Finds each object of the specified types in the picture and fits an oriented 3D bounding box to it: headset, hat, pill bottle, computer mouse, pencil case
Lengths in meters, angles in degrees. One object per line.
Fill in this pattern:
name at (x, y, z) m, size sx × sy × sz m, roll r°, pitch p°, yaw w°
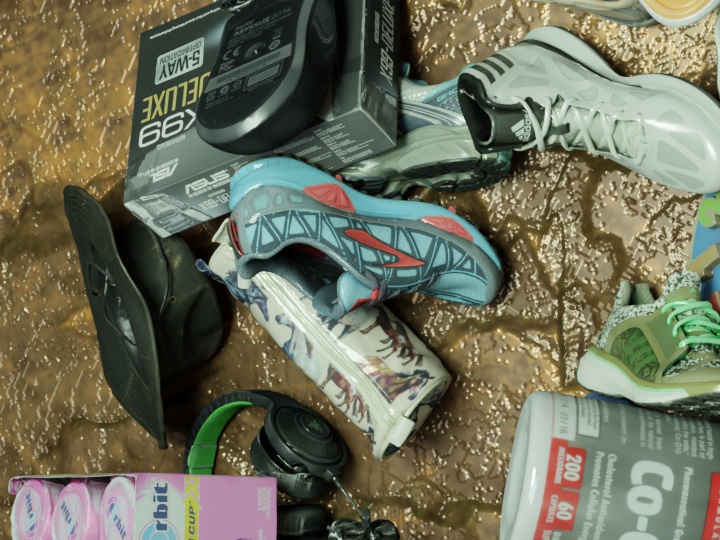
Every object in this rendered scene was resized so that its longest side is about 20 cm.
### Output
headset at (-0.057, 0.157, 1.694) m, size 0.199 × 0.094 × 0.124 m, roll 18°, pitch 101°, yaw 38°
hat at (-0.146, 0.023, 1.736) m, size 0.201 × 0.081 × 0.201 m, roll 56°, pitch 158°, yaw 37°
pill bottle at (0.194, 0.147, 1.511) m, size 0.199 × 0.114 × 0.115 m, roll 10°, pitch 98°, yaw -2°
computer mouse at (-0.047, -0.141, 1.594) m, size 0.138 × 0.201 × 0.053 m, roll -17°, pitch 128°, yaw 32°
pencil case at (-0.022, 0.039, 1.667) m, size 0.200 × 0.089 × 0.078 m, roll 46°, pitch 117°, yaw 13°

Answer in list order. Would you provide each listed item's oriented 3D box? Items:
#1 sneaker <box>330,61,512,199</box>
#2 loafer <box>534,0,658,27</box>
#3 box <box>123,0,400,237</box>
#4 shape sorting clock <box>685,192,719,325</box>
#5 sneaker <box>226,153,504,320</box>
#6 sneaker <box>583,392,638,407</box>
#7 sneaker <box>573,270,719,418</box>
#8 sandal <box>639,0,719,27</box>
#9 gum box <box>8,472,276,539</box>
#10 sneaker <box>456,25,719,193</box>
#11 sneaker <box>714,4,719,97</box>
sneaker at (0.016, -0.094, 1.667) m, size 0.199 × 0.078 × 0.087 m, roll -6°, pitch 70°, yaw 28°
loafer at (0.111, -0.211, 1.603) m, size 0.199 × 0.063 × 0.072 m, roll 19°, pitch 102°, yaw 26°
box at (-0.067, -0.126, 1.668) m, size 0.199 × 0.050 × 0.158 m, roll -20°, pitch 49°, yaw 28°
shape sorting clock at (0.263, 0.002, 1.495) m, size 0.200 × 0.039 × 0.201 m, roll 179°, pitch 90°, yaw -65°
sneaker at (0.000, 0.000, 1.615) m, size 0.079 × 0.199 × 0.096 m, roll 125°, pitch 158°, yaw -52°
sneaker at (0.156, 0.181, 1.586) m, size 0.075 × 0.088 × 0.201 m, roll 0°, pitch 91°, yaw 30°
sneaker at (0.200, 0.044, 1.521) m, size 0.200 × 0.077 × 0.089 m, roll 11°, pitch 92°, yaw 64°
sandal at (0.172, -0.240, 1.531) m, size 0.079 × 0.059 × 0.207 m, roll -36°, pitch 48°, yaw 9°
gum box at (-0.158, 0.176, 1.696) m, size 0.200 × 0.113 × 0.067 m, roll -8°, pitch 80°, yaw 55°
sneaker at (0.142, -0.085, 1.542) m, size 0.200 × 0.115 × 0.076 m, roll 30°, pitch 133°, yaw 38°
sneaker at (0.263, -0.194, 1.515) m, size 0.076 × 0.080 × 0.201 m, roll 7°, pitch 94°, yaw 29°
